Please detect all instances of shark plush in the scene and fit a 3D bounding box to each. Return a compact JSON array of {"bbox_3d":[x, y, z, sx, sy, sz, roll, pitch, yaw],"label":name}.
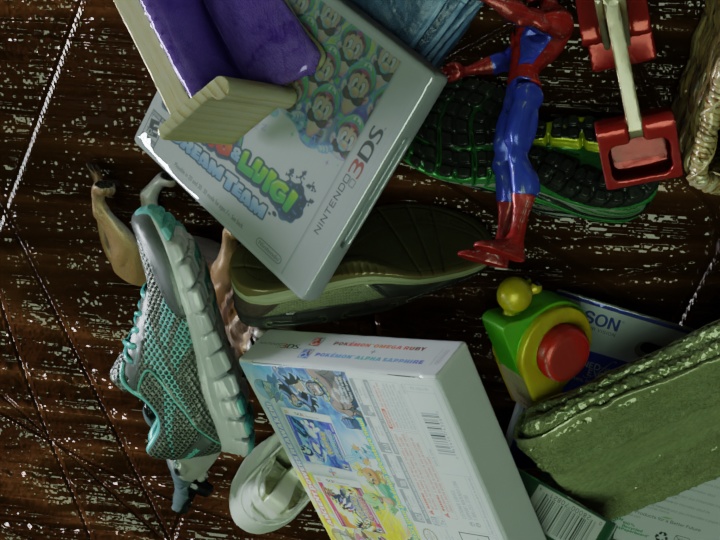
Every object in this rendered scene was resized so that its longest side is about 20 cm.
[{"bbox_3d":[-0.143,0.124,0.989,0.083,0.091,0.200,39,151,38],"label":"shark plush"}]

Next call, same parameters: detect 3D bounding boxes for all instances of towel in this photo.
[{"bbox_3d":[0.222,0.108,0.845,0.200,0.037,0.148,-28,130,14],"label":"towel"},{"bbox_3d":[-0.009,-0.153,0.831,0.112,0.049,0.200,44,116,9],"label":"towel"}]

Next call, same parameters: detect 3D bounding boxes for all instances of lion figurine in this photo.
[{"bbox_3d":[-0.135,-0.004,0.930,0.200,0.072,0.123,24,126,15],"label":"lion figurine"}]

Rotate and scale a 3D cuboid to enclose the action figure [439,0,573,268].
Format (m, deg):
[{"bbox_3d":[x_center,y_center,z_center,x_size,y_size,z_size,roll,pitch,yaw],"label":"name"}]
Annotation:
[{"bbox_3d":[0.080,-0.112,0.765,0.099,0.065,0.200,17,80,-9],"label":"action figure"}]

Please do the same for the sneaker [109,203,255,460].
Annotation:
[{"bbox_3d":[-0.143,0.053,0.855,0.091,0.078,0.200,-16,101,0],"label":"sneaker"}]

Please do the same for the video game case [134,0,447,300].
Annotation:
[{"bbox_3d":[-0.058,-0.110,0.818,0.200,0.024,0.182,42,115,26],"label":"video game case"}]

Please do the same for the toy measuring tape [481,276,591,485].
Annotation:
[{"bbox_3d":[0.146,0.078,0.875,0.073,0.074,0.200,-15,124,16],"label":"toy measuring tape"}]

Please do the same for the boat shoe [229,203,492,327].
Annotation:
[{"bbox_3d":[0.000,0.001,0.882,0.201,0.072,0.066,-9,144,-17],"label":"boat shoe"}]

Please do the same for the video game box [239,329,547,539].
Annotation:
[{"bbox_3d":[0.026,0.135,0.839,0.182,0.047,0.200,0,124,39],"label":"video game box"}]

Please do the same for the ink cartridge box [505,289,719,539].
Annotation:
[{"bbox_3d":[0.220,0.122,0.926,0.197,0.047,0.200,17,113,5],"label":"ink cartridge box"}]

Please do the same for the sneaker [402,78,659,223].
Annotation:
[{"bbox_3d":[0.112,-0.073,0.840,0.200,0.085,0.078,20,73,18],"label":"sneaker"}]

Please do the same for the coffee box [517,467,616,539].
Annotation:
[{"bbox_3d":[0.094,0.182,0.911,0.200,0.044,0.123,27,153,21],"label":"coffee box"}]

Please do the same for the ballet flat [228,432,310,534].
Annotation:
[{"bbox_3d":[-0.053,0.165,0.983,0.069,0.069,0.200,39,115,-8],"label":"ballet flat"}]

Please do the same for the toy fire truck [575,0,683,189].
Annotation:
[{"bbox_3d":[0.161,-0.167,0.752,0.049,0.141,0.200,-11,111,14],"label":"toy fire truck"}]

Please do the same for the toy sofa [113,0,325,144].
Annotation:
[{"bbox_3d":[-0.116,-0.190,0.783,0.098,0.083,0.200,-34,76,26],"label":"toy sofa"}]

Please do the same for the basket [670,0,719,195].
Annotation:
[{"bbox_3d":[0.289,-0.146,0.735,0.143,0.149,0.200,14,115,4],"label":"basket"}]
